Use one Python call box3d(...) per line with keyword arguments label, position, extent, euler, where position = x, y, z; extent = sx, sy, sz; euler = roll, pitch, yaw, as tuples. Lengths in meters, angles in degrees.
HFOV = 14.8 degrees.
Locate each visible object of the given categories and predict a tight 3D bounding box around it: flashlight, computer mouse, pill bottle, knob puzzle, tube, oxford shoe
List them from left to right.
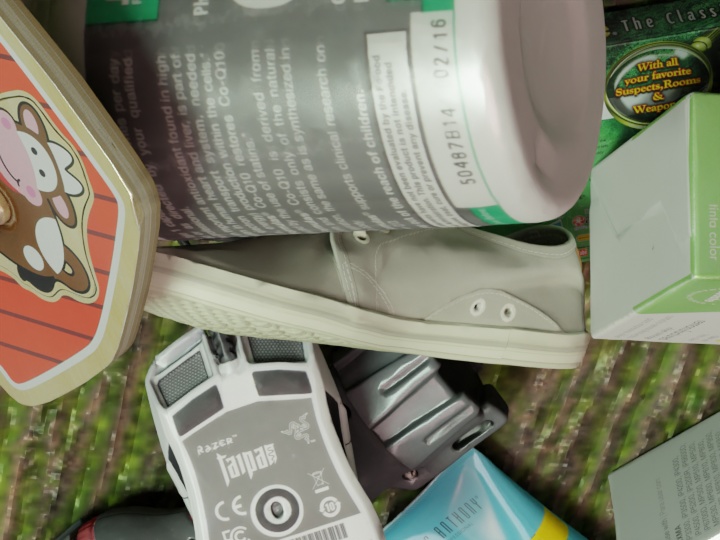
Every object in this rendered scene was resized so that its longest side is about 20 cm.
box3d(label="knob puzzle", position=(-0.140, -0.035, 0.883), extent=(0.030, 0.219, 0.221), euler=(-38, 143, -34))
box3d(label="computer mouse", position=(-0.044, 0.054, 1.038), extent=(0.109, 0.044, 0.201), euler=(-16, 100, -2))
box3d(label="flashlight", position=(-0.042, 0.086, 1.100), extent=(0.200, 0.068, 0.068), euler=(-39, 153, 18))
box3d(label="pill bottle", position=(-0.030, -0.067, 0.897), extent=(0.199, 0.114, 0.113), euler=(-3, 135, 23))
box3d(label="oxford shoe", position=(0.000, 0.000, 0.979), extent=(0.199, 0.075, 0.058), euler=(6, 91, -36))
box3d(label="tube", position=(0.090, 0.144, 1.185), extent=(0.200, 0.051, 0.077), euler=(35, 109, -28))

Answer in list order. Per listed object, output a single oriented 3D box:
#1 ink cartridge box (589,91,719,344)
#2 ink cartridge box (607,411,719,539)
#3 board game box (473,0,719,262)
box3d(label="ink cartridge box", position=(0.192, -0.012, 0.985), extent=(0.198, 0.068, 0.117), euler=(3, 168, -12))
box3d(label="ink cartridge box", position=(0.220, 0.106, 1.131), extent=(0.199, 0.084, 0.145), euler=(-31, 118, 17))
box3d(label="board game box", position=(0.108, -0.051, 1.029), extent=(0.198, 0.024, 0.105), euler=(-9, 134, -3))
